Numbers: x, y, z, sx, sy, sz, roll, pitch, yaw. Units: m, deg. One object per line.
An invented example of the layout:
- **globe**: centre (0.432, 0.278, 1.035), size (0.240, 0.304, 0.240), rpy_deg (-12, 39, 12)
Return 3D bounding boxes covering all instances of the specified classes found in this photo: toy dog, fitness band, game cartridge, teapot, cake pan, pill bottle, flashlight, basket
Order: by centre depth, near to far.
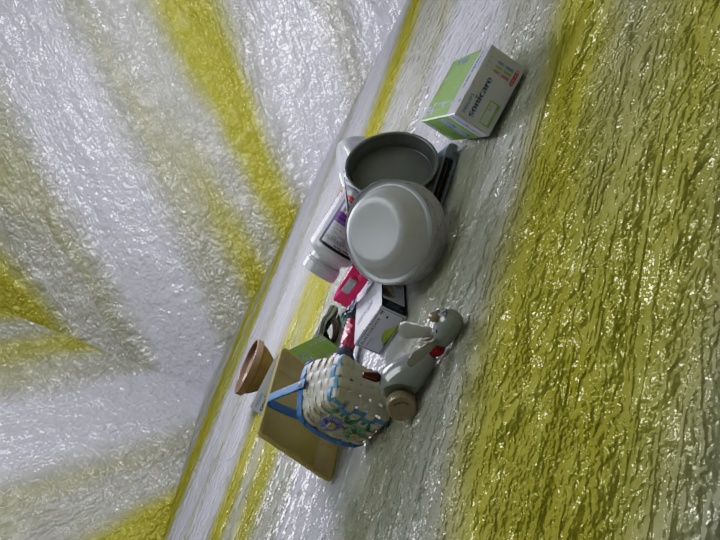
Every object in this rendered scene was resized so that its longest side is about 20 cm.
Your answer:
- **toy dog**: centre (0.075, 0.136, 1.084), size (0.201, 0.096, 0.132), rpy_deg (-65, 14, 3)
- **basket**: centre (-0.052, 0.240, 1.219), size (0.200, 0.176, 0.140), rpy_deg (-32, 37, 46)
- **cake pan**: centre (0.067, -0.214, 1.428), size (0.037, 0.199, 0.201), rpy_deg (77, -158, -51)
- **game cartridge**: centre (0.147, -0.165, 1.460), size (0.133, 0.041, 0.201), rpy_deg (-27, 41, 62)
- **fitness band**: centre (0.000, 0.000, 1.478), size (0.144, 0.037, 0.200), rpy_deg (-62, 7, -35)
- **pill bottle**: centre (-0.040, -0.077, 1.486), size (0.201, 0.111, 0.111), rpy_deg (-57, 15, 7)
- **flashlight**: centre (-0.026, 0.151, 1.508), size (0.067, 0.068, 0.201), rpy_deg (-15, 45, 38)
- **teapot**: centre (0.022, -0.297, 1.938), size (0.198, 0.145, 0.200), rpy_deg (93, 157, -48)

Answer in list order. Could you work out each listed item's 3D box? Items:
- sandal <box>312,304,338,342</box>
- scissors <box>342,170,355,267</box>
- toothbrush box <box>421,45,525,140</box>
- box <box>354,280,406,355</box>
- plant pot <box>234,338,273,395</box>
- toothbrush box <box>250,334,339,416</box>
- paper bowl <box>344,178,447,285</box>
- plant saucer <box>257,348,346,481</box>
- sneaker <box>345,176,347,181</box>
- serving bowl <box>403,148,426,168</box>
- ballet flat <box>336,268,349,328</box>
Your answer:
- **sandal**: centre (-0.080, 0.153, 1.739), size (0.080, 0.057, 0.201), rpy_deg (-64, -2, 31)
- **scissors**: centre (-0.024, -0.105, 1.412), size (0.073, 0.014, 0.201), rpy_deg (65, -164, -65)
- **toothbrush box**: centre (0.218, -0.346, 1.347), size (0.146, 0.086, 0.200), rpy_deg (-61, 14, 0)
- **box**: centre (0.041, 0.065, 1.407), size (0.117, 0.060, 0.200), rpy_deg (-58, 15, 29)
- **plant pot**: centre (-0.356, 0.347, 2.346), size (0.201, 0.092, 0.201), rpy_deg (-60, 14, 25)
- **toothbrush box**: centre (-0.135, 0.244, 1.519), size (0.200, 0.086, 0.146), rpy_deg (-16, -41, -62)
- **paper bowl**: centre (0.055, -0.073, 1.282), size (0.200, 0.104, 0.202), rpy_deg (-1, 88, 37)
- **plant saucer**: centre (-0.121, 0.288, 1.336), size (0.048, 0.200, 0.201), rpy_deg (-25, 35, 32)
- **sneaker**: centre (0.028, -0.260, 1.552), size (0.071, 0.099, 0.201), rpy_deg (108, -174, -52)
- **serving bowl**: centre (0.096, -0.207, 1.555), size (0.200, 0.065, 0.201), rpy_deg (22, -90, -88)
- **ballet flat**: centre (-0.027, 0.053, 1.670), size (0.074, 0.074, 0.201), rpy_deg (-42, 27, 58)
